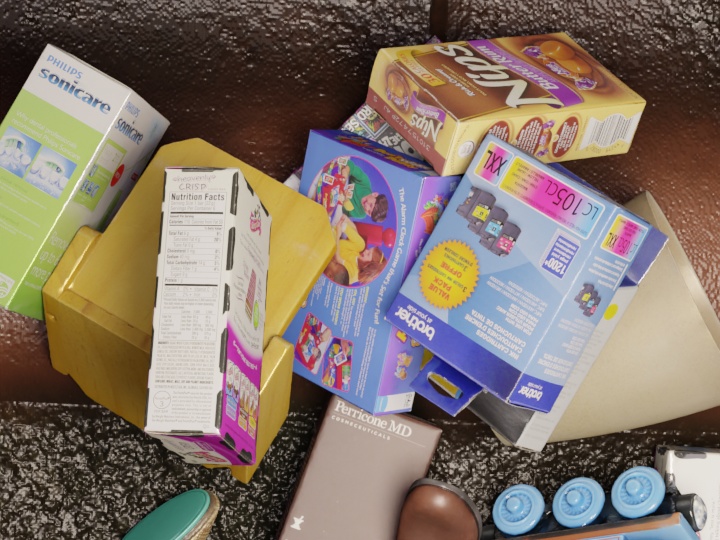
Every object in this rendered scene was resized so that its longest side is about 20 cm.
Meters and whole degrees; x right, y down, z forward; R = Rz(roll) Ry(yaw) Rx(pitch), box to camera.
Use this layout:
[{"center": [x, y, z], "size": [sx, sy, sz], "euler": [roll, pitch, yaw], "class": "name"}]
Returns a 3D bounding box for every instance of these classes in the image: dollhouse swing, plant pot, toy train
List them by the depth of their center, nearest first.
[{"center": [0.186, 0.232, 1.630], "size": [0.199, 0.087, 0.115], "euler": [-11, 52, 25], "class": "toy train"}, {"center": [-0.129, 0.027, 1.651], "size": [0.200, 0.182, 0.176], "euler": [28, 60, 13], "class": "dollhouse swing"}, {"center": [0.190, 0.061, 1.658], "size": [0.200, 0.187, 0.188], "euler": [-27, 91, 13], "class": "plant pot"}]

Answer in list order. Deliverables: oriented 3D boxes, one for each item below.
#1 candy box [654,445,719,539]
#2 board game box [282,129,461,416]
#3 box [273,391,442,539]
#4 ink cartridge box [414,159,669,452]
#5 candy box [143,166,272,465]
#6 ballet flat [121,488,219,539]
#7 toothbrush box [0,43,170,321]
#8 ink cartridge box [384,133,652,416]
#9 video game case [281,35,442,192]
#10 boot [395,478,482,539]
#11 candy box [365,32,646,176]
[{"center": [0.348, 0.224, 1.701], "size": [0.199, 0.061, 0.137], "euler": [5, 89, -4], "class": "candy box"}, {"center": [0.000, 0.000, 1.624], "size": [0.045, 0.134, 0.201], "euler": [-4, 112, -45], "class": "board game box"}, {"center": [-0.012, 0.208, 1.682], "size": [0.100, 0.075, 0.201], "euler": [20, 87, -3], "class": "box"}, {"center": [0.118, 0.009, 1.602], "size": [0.198, 0.047, 0.200], "euler": [37, 103, 38], "class": "ink cartridge box"}, {"center": [-0.112, 0.036, 1.497], "size": [0.061, 0.136, 0.201], "euler": [2, 75, 9], "class": "candy box"}, {"center": [-0.191, 0.262, 1.683], "size": [0.200, 0.071, 0.065], "euler": [-35, 119, -1], "class": "ballet flat"}, {"center": [-0.252, -0.066, 1.627], "size": [0.086, 0.146, 0.200], "euler": [28, 87, 9], "class": "toothbrush box"}, {"center": [0.112, 0.016, 1.529], "size": [0.136, 0.076, 0.200], "euler": [33, 98, 34], "class": "ink cartridge box"}, {"center": [0.054, -0.067, 1.706], "size": [0.200, 0.036, 0.181], "euler": [-44, 93, -3], "class": "video game case"}, {"center": [0.031, 0.286, 1.582], "size": [0.068, 0.189, 0.200], "euler": [21, 46, 5], "class": "boot"}, {"center": [0.119, -0.137, 1.627], "size": [0.199, 0.117, 0.057], "euler": [-11, 131, -34], "class": "candy box"}]
